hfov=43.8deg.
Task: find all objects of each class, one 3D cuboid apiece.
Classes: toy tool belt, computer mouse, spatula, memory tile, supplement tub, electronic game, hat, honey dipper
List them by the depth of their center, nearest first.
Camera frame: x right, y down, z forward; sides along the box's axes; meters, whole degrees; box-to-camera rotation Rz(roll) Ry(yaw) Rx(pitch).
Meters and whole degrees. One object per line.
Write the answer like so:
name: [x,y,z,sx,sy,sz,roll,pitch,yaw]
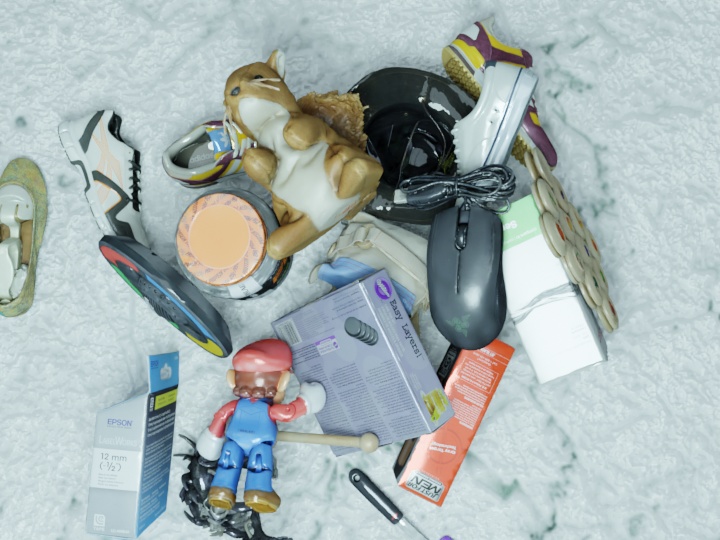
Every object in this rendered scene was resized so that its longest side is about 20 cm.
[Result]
computer mouse: [0.107,-0.009,0.980,0.136,0.053,0.204,-4,95,23]
memory tile: [0.243,-0.035,1.023,0.017,0.200,0.155,-24,43,23]
supplement tub: [-0.145,-0.028,1.039,0.120,0.200,0.125,0,88,2]
electronic game: [-0.226,0.032,1.041,0.199,0.200,0.042,40,73,3]
honey dipper: [-0.064,0.200,1.060,0.197,0.038,0.039,-1,87,32]
toy tool belt: [0.000,0.000,1.074,0.197,0.125,0.125,23,80,3]
hat: [0.056,-0.151,1.101,0.197,0.081,0.205,0,94,-5]
spatula: [0.060,0.318,1.105,0.200,0.021,0.057,44,91,4]

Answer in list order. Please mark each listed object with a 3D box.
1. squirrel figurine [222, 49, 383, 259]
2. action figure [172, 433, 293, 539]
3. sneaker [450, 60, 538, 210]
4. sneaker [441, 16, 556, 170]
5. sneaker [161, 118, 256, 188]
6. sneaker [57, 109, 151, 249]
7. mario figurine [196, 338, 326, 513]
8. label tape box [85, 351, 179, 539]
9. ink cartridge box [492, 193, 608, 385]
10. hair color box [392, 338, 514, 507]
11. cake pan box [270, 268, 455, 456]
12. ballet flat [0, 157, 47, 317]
squirrel figurine: [-0.067,-0.139,0.975,0.141,0.200,0.187,-43,83,25]
action figure: [-0.155,0.277,1.075,0.200,0.101,0.120,50,124,40]
sneaker: [0.138,-0.143,1.037,0.070,0.073,0.203,24,102,11]
sneaker: [0.191,-0.217,1.095,0.090,0.075,0.201,-39,92,-7]
sneaker: [-0.147,-0.156,1.100,0.197,0.090,0.076,-24,87,1]
sneaker: [-0.302,-0.109,1.112,0.079,0.074,0.203,-25,87,-2]
mario figurine: [-0.115,0.178,1.042,0.122,0.106,0.203,20,62,-21]
label tape box: [-0.266,0.197,1.060,0.065,0.143,0.204,3,87,1]
ink cartridge box: [0.212,0.019,1.048,0.083,0.146,0.203,-23,86,16]
hair color box: [0.108,0.168,1.071,0.060,0.102,0.203,25,88,-1]
cake pan box: [-0.005,0.113,1.039,0.052,0.199,0.187,-25,89,-41]
ballet flat: [-0.433,-0.043,1.116,0.069,0.071,0.204,4,87,2]
